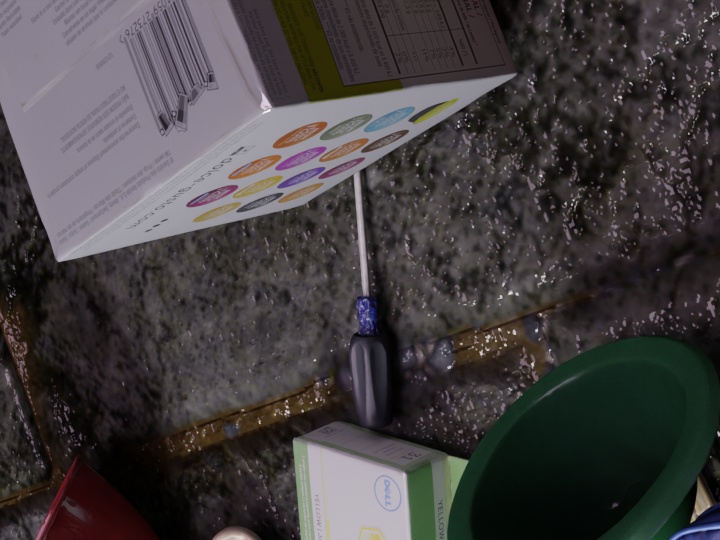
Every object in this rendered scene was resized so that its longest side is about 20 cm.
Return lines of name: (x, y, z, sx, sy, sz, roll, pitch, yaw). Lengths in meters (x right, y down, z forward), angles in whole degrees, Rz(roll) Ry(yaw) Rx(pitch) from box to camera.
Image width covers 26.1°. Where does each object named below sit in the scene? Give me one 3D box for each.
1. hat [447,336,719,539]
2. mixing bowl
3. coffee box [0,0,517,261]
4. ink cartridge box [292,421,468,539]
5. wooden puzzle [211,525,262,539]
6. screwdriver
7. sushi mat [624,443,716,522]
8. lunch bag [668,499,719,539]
hat: (0.157, 0.153, 0.826, 0.176, 0.166, 0.200, 44, 154, -21)
mixing bowl: (-0.201, 0.246, 1.119, 0.108, 0.201, 0.201, 26, 126, -7)
coffee box: (-0.073, -0.147, 0.849, 0.199, 0.197, 0.201, -28, 81, 43)
ink cartridge box: (0.045, 0.183, 0.948, 0.199, 0.048, 0.147, 11, 110, 46)
wooden puzzle: (-0.057, 0.299, 1.095, 0.200, 0.037, 0.185, 44, 128, 16)
screwdriver: (0.000, 0.000, 0.951, 0.028, 0.029, 0.202, 3, 106, 40)
sushi mat: (0.177, 0.179, 0.863, 0.095, 0.012, 0.201, -31, 83, 43)
lunch bag: (0.235, 0.188, 0.733, 0.135, 0.132, 0.201, -20, 89, 43)
